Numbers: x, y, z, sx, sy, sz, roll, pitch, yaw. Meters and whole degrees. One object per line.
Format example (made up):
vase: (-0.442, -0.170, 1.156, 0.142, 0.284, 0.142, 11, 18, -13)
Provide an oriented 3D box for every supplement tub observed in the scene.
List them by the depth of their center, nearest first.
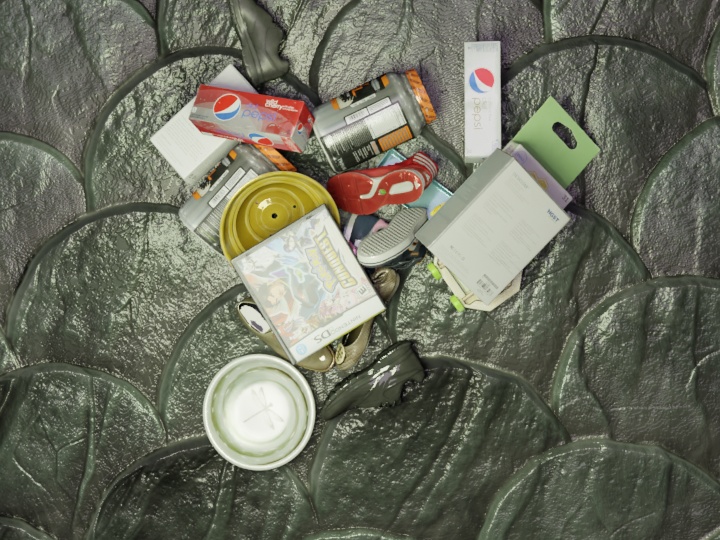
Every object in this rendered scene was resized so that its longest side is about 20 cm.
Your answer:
supplement tub: (0.022, -0.261, 1.728, 0.199, 0.123, 0.123, -25, 85, 4)
supplement tub: (-0.210, -0.133, 1.747, 0.122, 0.123, 0.200, 42, 91, 7)

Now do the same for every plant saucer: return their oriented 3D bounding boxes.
plant saucer: (-0.174, 0.246, 1.759, 0.199, 0.050, 0.201, 0, 86, 6)
plant saucer: (0.112, -0.129, 1.763, 0.200, 0.019, 0.070, 37, 92, 8)

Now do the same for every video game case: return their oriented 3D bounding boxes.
video game case: (-0.084, 0.023, 1.633, 0.180, 0.026, 0.201, -31, 95, 1)

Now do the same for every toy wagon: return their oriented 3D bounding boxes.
toy wagon: (0.191, -0.031, 1.726, 0.155, 0.040, 0.200, -35, 91, 3)

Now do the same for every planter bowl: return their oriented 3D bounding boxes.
planter bowl: (-0.139, -0.080, 1.674, 0.199, 0.084, 0.201, -5, 113, -12)

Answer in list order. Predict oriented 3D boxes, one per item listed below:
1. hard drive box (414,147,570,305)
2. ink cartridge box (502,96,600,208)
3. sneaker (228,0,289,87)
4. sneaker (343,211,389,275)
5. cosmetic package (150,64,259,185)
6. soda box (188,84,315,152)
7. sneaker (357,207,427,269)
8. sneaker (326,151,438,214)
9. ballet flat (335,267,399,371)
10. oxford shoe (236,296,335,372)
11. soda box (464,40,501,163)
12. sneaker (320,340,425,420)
hard drive box: (0.216, -0.071, 1.640, 0.200, 0.077, 0.156, -45, 113, 4)
ink cartridge box: (0.306, -0.170, 1.698, 0.145, 0.048, 0.200, 41, 95, -23)
sneaker: (-0.181, -0.431, 1.793, 0.090, 0.076, 0.201, -16, 92, -4)
sneaker: (0.000, 0.000, 1.743, 0.082, 0.070, 0.201, 11, 90, 9)
cosmetic package: (-0.264, -0.258, 1.786, 0.200, 0.074, 0.102, -41, 83, 1)
soda box: (-0.182, -0.255, 1.683, 0.199, 0.063, 0.070, 13, 75, 20)
sneaker: (0.063, -0.034, 1.681, 0.078, 0.200, 0.080, 7, 118, 30)
sneaker: (0.047, -0.152, 1.736, 0.199, 0.115, 0.079, 3, 114, 35)
ballet flat: (0.002, 0.081, 1.724, 0.046, 0.067, 0.201, 20, 106, -33)
oxford shoe: (-0.135, 0.116, 1.749, 0.199, 0.075, 0.071, 30, 91, 7)
soda box: (0.211, -0.289, 1.735, 0.063, 0.068, 0.201, 0, 87, 6)
sneaker: (0.022, 0.206, 1.724, 0.200, 0.076, 0.091, -35, 94, 8)
